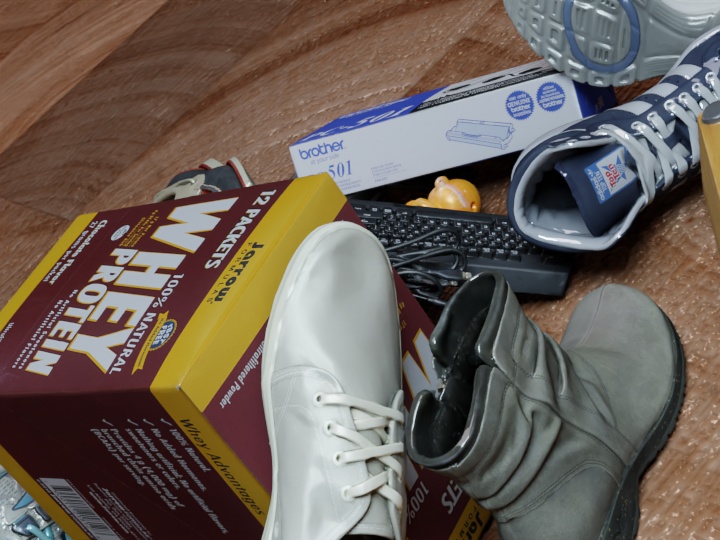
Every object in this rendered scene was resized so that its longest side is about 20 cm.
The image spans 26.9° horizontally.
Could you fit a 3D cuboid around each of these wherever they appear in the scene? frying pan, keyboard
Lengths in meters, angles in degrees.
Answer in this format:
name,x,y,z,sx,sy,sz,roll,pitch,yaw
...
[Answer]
name,x,y,z,sx,sy,sz,roll,pitch,yaw
frying pan,-0.005,-0.055,1.087,0.115,0.031,0.190,-45,25,-11
keyboard,0.028,-0.022,0.860,0.198,0.040,0.104,4,33,-4

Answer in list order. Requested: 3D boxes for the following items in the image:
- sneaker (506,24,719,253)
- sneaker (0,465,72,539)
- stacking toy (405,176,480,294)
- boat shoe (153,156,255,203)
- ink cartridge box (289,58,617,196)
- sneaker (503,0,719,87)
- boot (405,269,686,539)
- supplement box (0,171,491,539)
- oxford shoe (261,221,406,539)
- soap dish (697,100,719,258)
name,x,y,z,sx,sy,sz,roll,pitch,yaw
sneaker,0.167,-0.073,0.827,0.199,0.071,0.109,-29,7,20
sneaker,-0.169,0.133,0.843,0.085,0.078,0.200,0,31,29
stacking toy,0.000,0.000,0.932,0.199,0.117,0.109,-37,28,-25
boat shoe,-0.111,-0.044,1.133,0.062,0.072,0.200,-29,16,-13
ink cartridge box,0.061,-0.096,0.991,0.198,0.045,0.094,-13,12,25
sneaker,0.182,-0.149,0.905,0.198,0.075,0.087,17,28,7
boot,0.090,0.045,0.702,0.067,0.131,0.201,-16,33,33
supplement box,-0.064,0.077,0.760,0.199,0.198,0.133,-6,40,44
oxford shoe,-0.005,0.078,0.635,0.058,0.075,0.202,-12,69,53
soap dish,0.256,-0.052,0.711,0.199,0.081,0.158,-25,29,20
